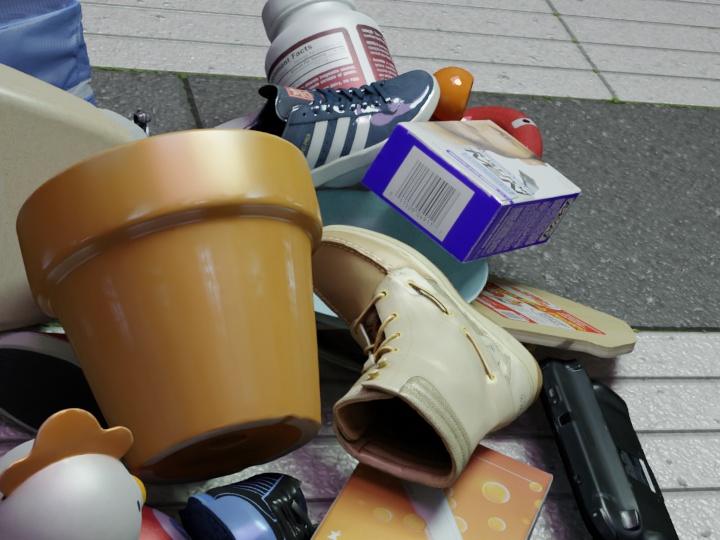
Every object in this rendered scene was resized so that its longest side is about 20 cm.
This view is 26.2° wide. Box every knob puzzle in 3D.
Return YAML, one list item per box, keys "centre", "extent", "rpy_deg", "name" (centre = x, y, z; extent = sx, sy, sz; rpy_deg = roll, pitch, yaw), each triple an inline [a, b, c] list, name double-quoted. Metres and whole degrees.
- centre: [0.144, 0.043, 1.302]
  extent: [0.219, 0.031, 0.220]
  rpy_deg: [16, 10, -3]
  name: "knob puzzle"

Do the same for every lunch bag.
- centre: [-0.323, -0.158, 1.343]
  extent: [0.136, 0.133, 0.200]
  rpy_deg: [11, 26, 36]
  name: "lunch bag"

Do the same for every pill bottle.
- centre: [-0.018, -0.155, 1.373]
  extent: [0.113, 0.113, 0.200]
  rpy_deg: [-7, 66, -29]
  name: "pill bottle"

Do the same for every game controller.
- centre: [0.189, 0.149, 1.177]
  extent: [0.104, 0.042, 0.200]
  rpy_deg: [40, 23, -33]
  name: "game controller"

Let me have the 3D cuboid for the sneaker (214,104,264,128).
- centre: [-0.093, -0.066, 1.377]
  extent: [0.087, 0.075, 0.200]
  rpy_deg: [-16, 41, -5]
  name: "sneaker"

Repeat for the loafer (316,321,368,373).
- centre: [0.039, 0.071, 1.229]
  extent: [0.200, 0.070, 0.070]
  rpy_deg: [20, 42, 17]
  name: "loafer"

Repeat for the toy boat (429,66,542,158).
- centre: [0.079, -0.132, 1.461]
  extent: [0.200, 0.131, 0.131]
  rpy_deg: [-1, 38, -21]
  name: "toy boat"

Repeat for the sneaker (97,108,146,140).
- centre: [-0.176, -0.035, 1.236]
  extent: [0.077, 0.082, 0.200]
  rpy_deg: [9, 41, -55]
  name: "sneaker"

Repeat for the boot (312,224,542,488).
- centre: [0.014, 0.055, 1.053]
  extent: [0.200, 0.073, 0.155]
  rpy_deg: [39, 33, 10]
  name: "boot"

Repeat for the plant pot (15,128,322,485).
- centre: [-0.109, 0.034, 1.015]
  extent: [0.200, 0.200, 0.184]
  rpy_deg: [-6, 69, -27]
  name: "plant pot"

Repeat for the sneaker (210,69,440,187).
- centre: [-0.031, -0.124, 1.244]
  extent: [0.200, 0.085, 0.075]
  rpy_deg: [-30, 33, -9]
  name: "sneaker"

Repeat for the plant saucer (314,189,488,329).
- centre: [0.000, 0.000, 1.231]
  extent: [0.201, 0.039, 0.201]
  rpy_deg: [6, 31, -4]
  name: "plant saucer"

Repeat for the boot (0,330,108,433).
- centre: [-0.178, 0.066, 1.155]
  extent: [0.200, 0.073, 0.144]
  rpy_deg: [13, 27, -2]
  name: "boot"

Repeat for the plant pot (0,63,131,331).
- centre: [-0.278, -0.059, 1.139]
  extent: [0.177, 0.200, 0.200]
  rpy_deg: [7, 12, -25]
  name: "plant pot"

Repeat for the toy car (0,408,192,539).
- centre: [-0.163, 0.158, 0.910]
  extent: [0.177, 0.200, 0.184]
  rpy_deg: [-15, 45, -36]
  name: "toy car"

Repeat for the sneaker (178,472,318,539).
- centre: [-0.063, 0.158, 0.969]
  extent: [0.078, 0.200, 0.070]
  rpy_deg: [-21, 90, -15]
  name: "sneaker"

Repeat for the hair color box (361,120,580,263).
- centre: [0.096, -0.069, 1.272]
  extent: [0.109, 0.065, 0.200]
  rpy_deg: [39, 19, 16]
  name: "hair color box"

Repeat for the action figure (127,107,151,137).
- centre: [-0.190, -0.085, 1.331]
  extent: [0.200, 0.069, 0.130]
  rpy_deg: [9, 52, 15]
  name: "action figure"

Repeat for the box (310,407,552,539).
- centre: [0.032, 0.201, 1.014]
  extent: [0.124, 0.098, 0.200]
  rpy_deg: [22, 35, 10]
  name: "box"
